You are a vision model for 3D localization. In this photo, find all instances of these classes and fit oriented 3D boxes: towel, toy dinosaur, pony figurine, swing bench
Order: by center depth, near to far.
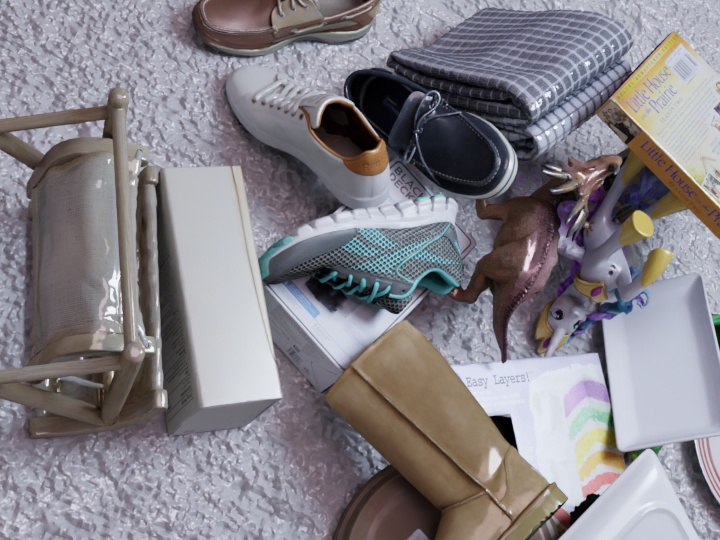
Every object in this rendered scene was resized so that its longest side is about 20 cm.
[{"bbox_3d":[-0.210,0.004,0.838,0.128,0.200,0.201,-6,72,-1],"label":"swing bench"},{"bbox_3d":[0.151,-0.023,0.999,0.085,0.135,0.202,25,73,-34],"label":"toy dinosaur"},{"bbox_3d":[0.231,-0.029,1.087,0.165,0.200,0.194,25,47,-11],"label":"pony figurine"},{"bbox_3d":[0.139,-0.191,1.089,0.165,0.199,0.086,-39,130,-30],"label":"towel"}]

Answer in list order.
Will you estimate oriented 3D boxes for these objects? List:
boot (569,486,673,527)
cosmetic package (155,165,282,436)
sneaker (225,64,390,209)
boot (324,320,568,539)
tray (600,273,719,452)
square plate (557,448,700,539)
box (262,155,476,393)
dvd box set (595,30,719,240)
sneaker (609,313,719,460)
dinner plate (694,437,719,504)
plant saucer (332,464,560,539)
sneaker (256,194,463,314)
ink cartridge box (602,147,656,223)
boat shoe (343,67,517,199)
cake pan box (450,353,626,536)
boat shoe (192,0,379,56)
[{"bbox_3d":[0.202,0.283,0.961,0.199,0.076,0.170,-23,102,-22],"label":"boot"},{"bbox_3d":[-0.129,0.025,0.933,0.072,0.103,0.202,-5,73,-26],"label":"cosmetic package"},{"bbox_3d":[-0.045,-0.144,1.018,0.200,0.085,0.073,38,60,23],"label":"sneaker"},{"bbox_3d":[0.043,0.167,0.916,0.175,0.066,0.200,-40,71,-18],"label":"boot"},{"bbox_3d":[0.292,0.089,1.086,0.201,0.106,0.022,-85,154,-45],"label":"tray"},{"bbox_3d":[0.219,0.283,0.911,0.200,0.028,0.199,-39,110,-21],"label":"square plate"},{"bbox_3d":[0.000,0.000,1.026,0.117,0.060,0.200,48,59,-1],"label":"box"},{"bbox_3d":[0.322,-0.114,1.036,0.200,0.029,0.146,45,51,1],"label":"dvd box set"},{"bbox_3d":[0.315,0.105,1.114,0.074,0.083,0.200,48,59,-9],"label":"sneaker"},{"bbox_3d":[0.421,0.184,1.169,0.198,0.024,0.202,9,66,-21],"label":"dinner plate"},{"bbox_3d":[0.071,0.247,0.930,0.198,0.030,0.202,-2,71,5],"label":"plant saucer"},{"bbox_3d":[0.009,-0.005,0.957,0.198,0.078,0.092,-12,80,-26],"label":"sneaker"},{"bbox_3d":[0.375,-0.124,1.187,0.199,0.165,0.076,-15,77,-29],"label":"ink cartridge box"},{"bbox_3d":[0.058,-0.127,1.023,0.200,0.075,0.062,40,17,32],"label":"boat shoe"},{"bbox_3d":[0.148,0.174,1.033,0.198,0.052,0.186,-1,68,-24],"label":"cake pan box"},{"bbox_3d":[-0.067,-0.260,1.091,0.199,0.072,0.076,-16,77,-29],"label":"boat shoe"}]
